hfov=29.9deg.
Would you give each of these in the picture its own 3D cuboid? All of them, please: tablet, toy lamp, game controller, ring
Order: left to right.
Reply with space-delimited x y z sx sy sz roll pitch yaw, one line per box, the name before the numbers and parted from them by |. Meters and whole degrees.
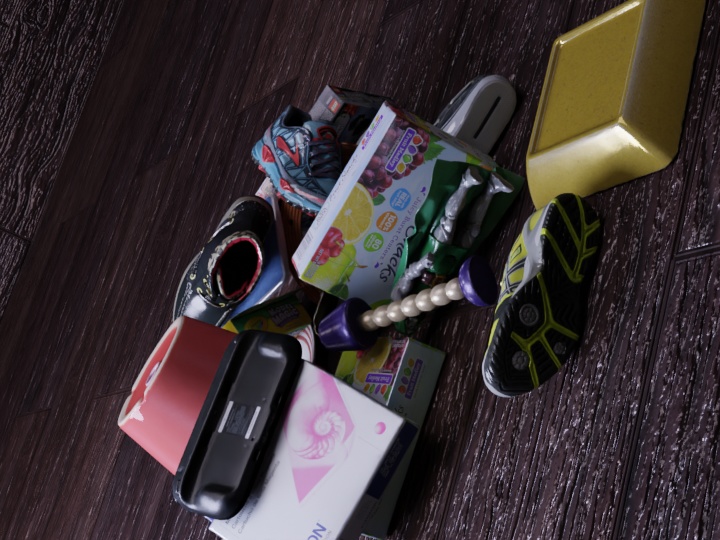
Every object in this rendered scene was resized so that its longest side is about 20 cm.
game controller | -0.125 0.154 1.378 0.104 0.042 0.201 9 71 37
tablet | -0.152 0.009 1.679 0.200 0.014 0.131 -41 47 38
ring | -0.020 -0.051 1.600 0.199 0.019 0.202 5 98 41
toy lamp | 0.043 0.038 1.361 0.199 0.058 0.059 -21 46 32

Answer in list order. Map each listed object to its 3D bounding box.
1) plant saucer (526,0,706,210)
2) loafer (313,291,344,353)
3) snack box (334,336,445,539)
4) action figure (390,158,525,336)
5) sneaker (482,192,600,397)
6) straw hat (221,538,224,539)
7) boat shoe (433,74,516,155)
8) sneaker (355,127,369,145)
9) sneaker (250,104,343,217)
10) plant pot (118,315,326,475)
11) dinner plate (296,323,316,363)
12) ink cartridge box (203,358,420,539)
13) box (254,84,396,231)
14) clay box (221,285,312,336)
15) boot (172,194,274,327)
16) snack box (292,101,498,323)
plant saucer | 0.230 -0.173 1.281 0.200 0.048 0.201 -21 50 58
loafer | 0.000 0.000 1.520 0.075 0.068 0.202 19 97 38
snack box | 0.005 0.170 1.409 0.142 0.053 0.201 -6 62 63
action figure | 0.085 -0.015 1.388 0.201 0.117 0.055 -63 35 26
sneaker | 0.159 0.028 1.223 0.201 0.075 0.076 -64 15 -23
straw hat | -0.125 0.335 1.477 0.201 0.085 0.202 -46 30 37
boat shoe | 0.102 -0.129 1.495 0.200 0.072 0.071 -52 17 5
sneaker | 0.001 -0.119 1.658 0.200 0.081 0.088 -54 28 22
sneaker | -0.059 -0.128 1.551 0.096 0.079 0.200 -58 42 15
plant pot | -0.160 0.155 1.506 0.201 0.177 0.201 -54 14 19
dinner plate | -0.103 0.153 1.682 0.200 0.024 0.201 -46 29 35
ink cartridge box | -0.066 0.196 1.349 0.199 0.043 0.197 26 84 36
box | -0.044 -0.137 1.705 0.040 0.137 0.200 47 114 26
clay box | -0.143 0.096 1.653 0.200 0.115 0.048 -43 76 43
boot | -0.167 0.018 1.574 0.204 0.073 0.154 -60 10 15
snack box | 0.039 -0.056 1.428 0.201 0.142 0.053 -59 25 15
